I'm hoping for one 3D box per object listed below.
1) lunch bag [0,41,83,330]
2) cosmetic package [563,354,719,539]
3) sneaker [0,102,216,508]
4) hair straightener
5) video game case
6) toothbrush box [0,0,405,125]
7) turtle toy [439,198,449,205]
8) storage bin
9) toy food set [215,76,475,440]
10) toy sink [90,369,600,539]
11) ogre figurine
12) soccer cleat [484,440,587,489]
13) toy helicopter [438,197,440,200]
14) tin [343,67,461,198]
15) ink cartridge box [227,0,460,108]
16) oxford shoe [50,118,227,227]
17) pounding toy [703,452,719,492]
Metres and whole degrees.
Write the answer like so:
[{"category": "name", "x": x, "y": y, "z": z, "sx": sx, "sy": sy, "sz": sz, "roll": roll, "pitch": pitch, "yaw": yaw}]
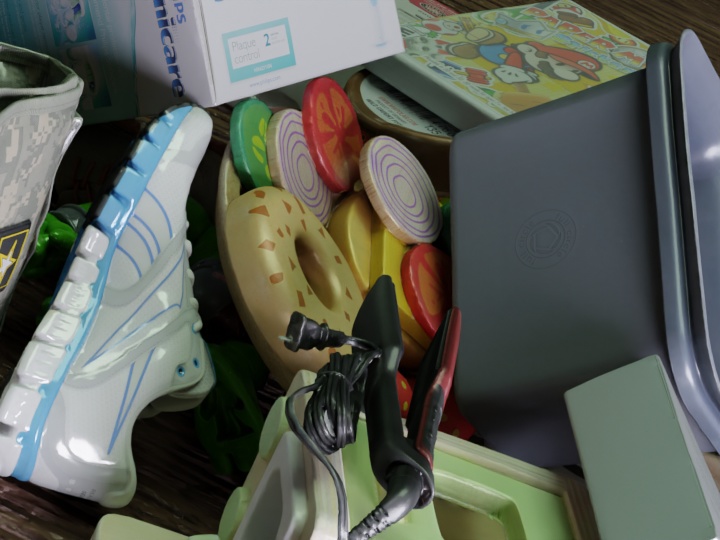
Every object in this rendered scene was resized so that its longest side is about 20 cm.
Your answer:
[{"category": "lunch bag", "x": -0.218, "y": -0.022, "z": 0.960, "sx": 0.199, "sy": 0.165, "sz": 0.118, "roll": 6, "pitch": 24, "yaw": -40}, {"category": "cosmetic package", "x": 0.152, "y": 0.158, "z": 0.969, "sx": 0.151, "sy": 0.051, "sz": 0.201, "roll": -100, "pitch": 165, "yaw": -65}, {"category": "sneaker", "x": -0.099, "y": 0.018, "z": 1.026, "sx": 0.086, "sy": 0.201, "sz": 0.075, "roll": 26, "pitch": -23, "yaw": -9}, {"category": "hair straightener", "x": -0.003, "y": 0.052, "z": 0.915, "sx": 0.077, "sy": 0.041, "sz": 0.200, "roll": 26, "pitch": 26, "yaw": -4}, {"category": "video game case", "x": 0.124, "y": -0.101, "z": 1.301, "sx": 0.181, "sy": 0.023, "sz": 0.200, "roll": -13, "pitch": 36, "yaw": -40}, {"category": "toothbrush box", "x": -0.101, "y": -0.128, "z": 1.163, "sx": 0.199, "sy": 0.086, "sz": 0.146, "roll": -6, "pitch": 10, "yaw": 42}, {"category": "turtle toy", "x": 0.064, "y": -0.037, "z": 1.389, "sx": 0.200, "sy": 0.101, "sz": 0.146, "roll": 33, "pitch": 42, "yaw": 22}, {"category": "storage bin", "x": 0.122, "y": 0.005, "z": 1.107, "sx": 0.146, "sy": 0.134, "sz": 0.201, "roll": 47, "pitch": 37, "yaw": -52}, {"category": "toy food set", "x": 0.000, "y": 0.000, "z": 1.103, "sx": 0.200, "sy": 0.049, "sz": 0.199, "roll": 40, "pitch": 35, "yaw": -32}, {"category": "toy sink", "x": -0.003, "y": 0.128, "z": 0.936, "sx": 0.199, "sy": 0.112, "sz": 0.131, "roll": 20, "pitch": 22, "yaw": -13}, {"category": "ogre figurine", "x": -0.072, "y": 0.024, "z": 1.114, "sx": 0.199, "sy": 0.099, "sz": 0.120, "roll": 21, "pitch": 31, "yaw": 17}, {"category": "soccer cleat", "x": 0.096, "y": 0.121, "z": 1.124, "sx": 0.085, "sy": 0.069, "sz": 0.200, "roll": 17, "pitch": 28, "yaw": -32}, {"category": "toy helicopter", "x": -0.037, "y": -0.024, "z": 1.277, "sx": 0.199, "sy": 0.079, "sz": 0.132, "roll": 18, "pitch": 37, "yaw": 19}, {"category": "tin", "x": 0.077, "y": -0.087, "z": 1.319, "sx": 0.199, "sy": 0.042, "sz": 0.112, "roll": -9, "pitch": 38, "yaw": -36}, {"category": "ink cartridge box", "x": -0.018, "y": -0.156, "z": 1.589, "sx": 0.146, "sy": 0.083, "sz": 0.200, "roll": 31, "pitch": 22, "yaw": 10}, {"category": "oxford shoe", "x": -0.125, "y": -0.041, "z": 1.222, "sx": 0.074, "sy": 0.071, "sz": 0.199, "roll": -9, "pitch": 21, "yaw": -45}, {"category": "pounding toy", "x": 0.200, "y": 0.067, "z": 1.296, "sx": 0.184, "sy": 0.142, "sz": 0.200, "roll": 51, "pitch": 29, "yaw": 11}]
